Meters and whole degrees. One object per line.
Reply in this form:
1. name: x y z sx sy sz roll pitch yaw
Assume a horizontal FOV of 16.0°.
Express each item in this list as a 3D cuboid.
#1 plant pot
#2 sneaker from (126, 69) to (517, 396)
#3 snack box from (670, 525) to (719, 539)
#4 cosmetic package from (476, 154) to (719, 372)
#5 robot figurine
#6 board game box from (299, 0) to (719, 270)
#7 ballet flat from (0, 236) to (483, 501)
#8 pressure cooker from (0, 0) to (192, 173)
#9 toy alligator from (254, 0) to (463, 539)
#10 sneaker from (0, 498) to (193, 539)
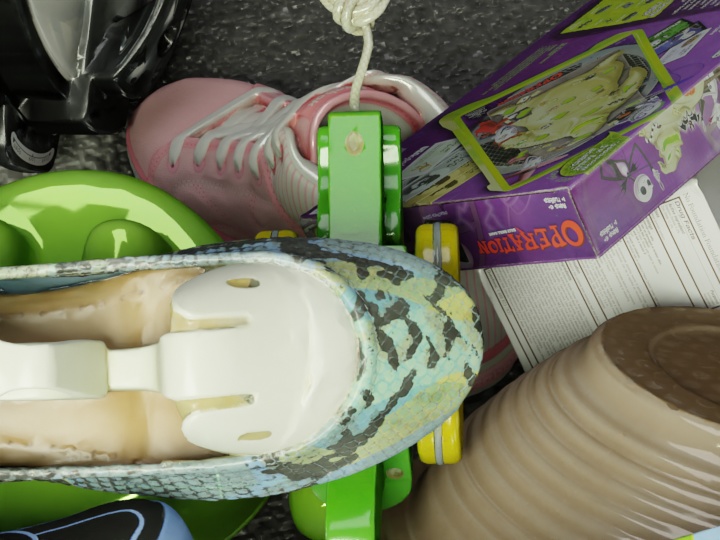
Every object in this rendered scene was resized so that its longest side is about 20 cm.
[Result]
1. plant pot: 0.106 0.071 0.753 0.200 0.093 0.201 11 19 -4
2. sneaker: -0.019 -0.043 0.938 0.075 0.105 0.200 -34 49 -22
3. snack box: 0.035 0.165 0.608 0.199 0.068 0.169 -16 54 9
4. cosmetic package: 0.107 -0.036 0.883 0.082 0.051 0.200 -19 17 24
5. robot figurine: -0.081 0.036 0.813 0.175 0.200 0.116 0 80 5
6. board game box: 0.085 -0.058 0.837 0.120 0.032 0.200 -11 21 49
7. ballet flat: -0.065 0.028 0.677 0.199 0.074 0.074 -6 44 -1
8. pressure cooker: -0.152 -0.141 0.995 0.199 0.176 0.179 2 40 21
9. toy alligator: 0.000 0.000 0.758 0.059 0.054 0.201 -2 67 3
10. sneaker: -0.124 0.092 0.627 0.200 0.078 0.070 -30 14 -38
